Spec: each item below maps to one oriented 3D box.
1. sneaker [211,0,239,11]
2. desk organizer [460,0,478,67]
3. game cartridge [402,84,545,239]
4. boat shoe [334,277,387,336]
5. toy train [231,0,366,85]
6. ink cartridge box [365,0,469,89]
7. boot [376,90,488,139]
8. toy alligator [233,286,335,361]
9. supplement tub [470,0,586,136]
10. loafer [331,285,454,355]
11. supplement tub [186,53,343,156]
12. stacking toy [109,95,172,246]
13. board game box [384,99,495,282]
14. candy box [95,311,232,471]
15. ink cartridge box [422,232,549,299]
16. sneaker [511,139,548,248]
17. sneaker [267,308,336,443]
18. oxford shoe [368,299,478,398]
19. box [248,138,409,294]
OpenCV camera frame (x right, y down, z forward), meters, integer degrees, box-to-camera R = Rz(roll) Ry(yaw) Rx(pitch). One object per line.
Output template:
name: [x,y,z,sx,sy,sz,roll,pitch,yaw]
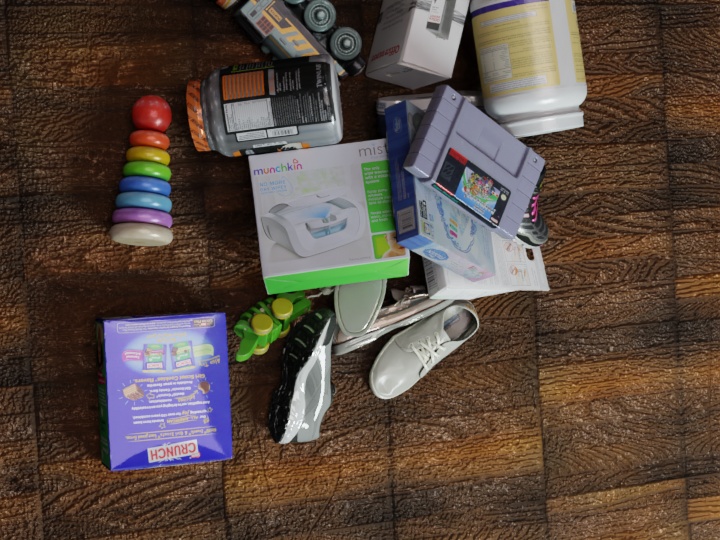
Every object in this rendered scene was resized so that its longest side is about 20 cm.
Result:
sneaker: [-0.166,-0.462,1.688,0.090,0.070,0.201,30,83,-19]
desk organizer: [0.216,-0.319,1.814,0.072,0.077,0.200,-44,103,-13]
game cartridge: [0.155,-0.140,1.636,0.200,0.038,0.130,32,69,-31]
boat shoe: [0.000,0.000,1.735,0.074,0.062,0.201,-1,74,2]
toy train: [-0.085,-0.333,1.716,0.114,0.085,0.200,-44,106,0]
ink cartridge box: [0.088,-0.367,1.735,0.083,0.147,0.201,15,87,-20]
boot: [0.117,-0.212,1.795,0.199,0.073,0.091,-6,106,-16]
toy alligator: [-0.115,0.055,1.722,0.054,0.059,0.200,39,57,18]
supplement tub: [0.235,-0.290,1.703,0.145,0.145,0.201,-10,94,-18]
loafer: [0.041,0.056,1.766,0.199,0.072,0.063,-24,91,-14]
supplement tub: [-0.128,-0.220,1.656,0.199,0.123,0.123,-6,93,4]
stacking toy: [-0.290,-0.137,1.651,0.085,0.085,0.201,4,83,-18]
board game box: [0.111,-0.106,1.689,0.199,0.043,0.201,24,55,-49]
candy box: [-0.266,0.160,1.657,0.168,0.077,0.201,-2,90,-20]
ink cartridge box: [0.175,-0.040,1.805,0.199,0.050,0.162,3,70,-37]
sneaker: [0.234,-0.112,1.764,0.200,0.087,0.074,55,34,-31]
sneaker: [-0.069,0.148,1.724,0.079,0.074,0.201,10,102,-31]
oxford shoe: [0.094,0.112,1.788,0.200,0.058,0.075,-38,106,-12]
box: [-0.043,-0.074,1.676,0.199,0.097,0.177,-7,75,-2]
